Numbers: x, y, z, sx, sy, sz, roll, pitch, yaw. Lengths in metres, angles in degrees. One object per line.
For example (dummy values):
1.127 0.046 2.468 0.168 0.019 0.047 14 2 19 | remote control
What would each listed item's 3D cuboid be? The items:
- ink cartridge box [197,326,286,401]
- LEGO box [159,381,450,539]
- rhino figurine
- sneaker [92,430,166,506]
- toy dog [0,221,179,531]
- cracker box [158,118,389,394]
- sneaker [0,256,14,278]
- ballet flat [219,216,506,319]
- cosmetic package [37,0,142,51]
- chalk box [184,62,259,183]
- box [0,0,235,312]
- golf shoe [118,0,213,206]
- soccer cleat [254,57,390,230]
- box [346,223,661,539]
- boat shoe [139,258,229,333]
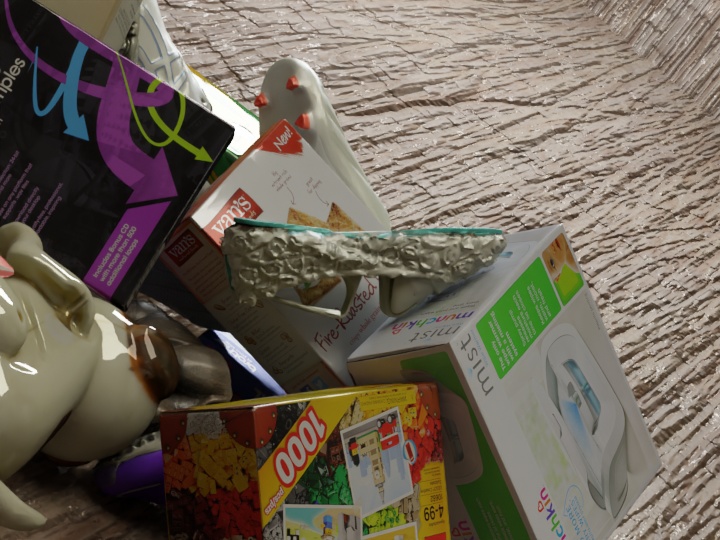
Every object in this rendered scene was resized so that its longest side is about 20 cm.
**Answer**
-0.062 0.082 1.713 0.119 0.042 0.200 40 21 5 | ink cartridge box
-0.030 0.151 1.427 0.199 0.077 0.150 -4 89 -55 | LEGO box
-0.155 0.051 1.571 0.087 0.060 0.200 7 18 -34 | rhino figurine
-0.077 0.147 1.499 0.199 0.069 0.100 -3 79 -37 | sneaker
-0.197 0.060 1.382 0.194 0.140 0.199 49 21 24 | toy dog
-0.032 0.010 1.613 0.200 0.058 0.134 46 45 -7 | cracker box
-0.270 -0.004 1.517 0.200 0.074 0.087 39 6 -11 | sneaker
0.000 0.000 1.548 0.198 0.072 0.072 2 33 -17 | ballet flat
-0.237 -0.130 1.589 0.103 0.201 0.073 22 -10 4 | cosmetic package
-0.187 -0.108 1.777 0.199 0.124 0.125 37 19 -6 | chalk box
-0.202 -0.086 1.528 0.199 0.144 0.036 31 -9 0 | box
-0.153 -0.134 1.677 0.097 0.078 0.202 9 69 -40 | golf shoe
-0.024 -0.064 1.743 0.077 0.069 0.202 -7 76 -50 | soccer cleat
0.100 0.100 1.589 0.176 0.096 0.201 -42 114 -49 | box
-0.137 -0.016 1.669 0.198 0.074 0.067 19 35 -3 | boat shoe
